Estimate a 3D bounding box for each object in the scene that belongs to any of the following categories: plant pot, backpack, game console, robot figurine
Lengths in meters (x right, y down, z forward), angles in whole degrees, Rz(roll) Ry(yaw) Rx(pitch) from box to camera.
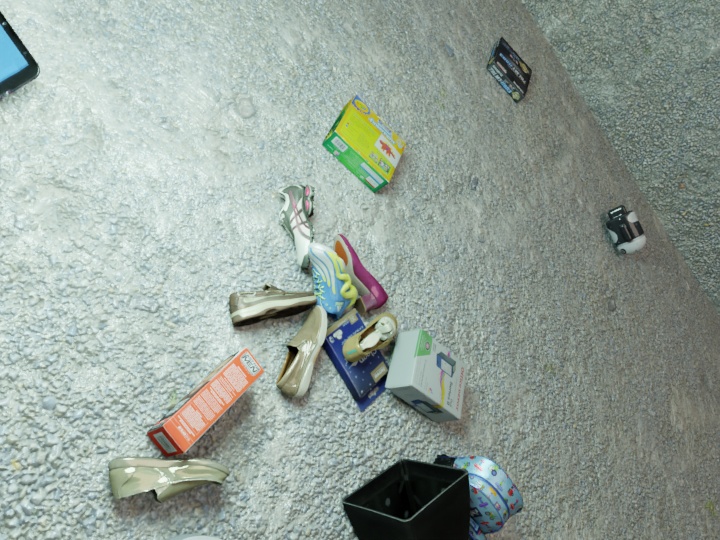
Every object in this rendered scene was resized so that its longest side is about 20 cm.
[{"bbox_3d":[0.111,0.524,1.078,0.197,0.198,0.182,-17,92,-42],"label":"plant pot"},{"bbox_3d":[0.251,0.511,1.182,0.134,0.199,0.185,-39,97,-42],"label":"backpack"},{"bbox_3d":[-0.671,-0.374,0.857,0.202,0.118,0.172,55,20,-5],"label":"game console"},{"bbox_3d":[1.111,-0.170,2.223,0.148,0.125,0.204,-22,85,-24],"label":"robot figurine"}]

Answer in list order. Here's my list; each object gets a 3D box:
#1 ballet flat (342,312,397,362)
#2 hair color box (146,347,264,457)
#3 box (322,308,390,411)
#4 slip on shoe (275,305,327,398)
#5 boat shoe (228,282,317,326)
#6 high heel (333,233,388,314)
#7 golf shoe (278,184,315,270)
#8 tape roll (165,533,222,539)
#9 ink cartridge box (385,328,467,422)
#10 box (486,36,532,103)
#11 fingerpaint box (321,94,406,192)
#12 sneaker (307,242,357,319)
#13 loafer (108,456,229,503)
[{"bbox_3d":[0.040,0.150,1.215,0.199,0.063,0.070,-33,92,-45],"label":"ballet flat"},{"bbox_3d":[-0.272,0.232,0.943,0.062,0.101,0.200,52,47,-7],"label":"hair color box"},{"bbox_3d":[-0.005,0.204,1.218,0.120,0.032,0.203,-33,95,-43],"label":"box"},{"bbox_3d":[-0.125,0.162,1.112,0.060,0.075,0.204,28,65,-26],"label":"slip on shoe"},{"bbox_3d":[-0.182,0.058,1.111,0.199,0.074,0.076,-9,71,-40],"label":"boat shoe"},{"bbox_3d":[0.000,0.000,1.290,0.095,0.067,0.205,-23,97,-43],"label":"high heel"},{"bbox_3d":[-0.146,-0.099,1.220,0.086,0.077,0.205,0,73,-10],"label":"golf shoe"},{"bbox_3d":[-0.274,0.532,0.837,0.197,0.066,0.205,16,62,-32],"label":"tape roll"},{"bbox_3d":[0.165,0.256,1.280,0.199,0.086,0.148,41,51,-32],"label":"ink cartridge box"},{"bbox_3d":[0.602,-0.808,2.131,0.199,0.049,0.201,39,51,-19],"label":"box"},{"bbox_3d":[0.013,-0.343,1.437,0.199,0.073,0.169,39,53,-20],"label":"fingerpaint box"},{"bbox_3d":[-0.072,0.035,1.175,0.106,0.074,0.201,-60,136,-27],"label":"sneaker"},{"bbox_3d":[-0.317,0.349,0.879,0.196,0.075,0.070,12,65,-25],"label":"loafer"}]
